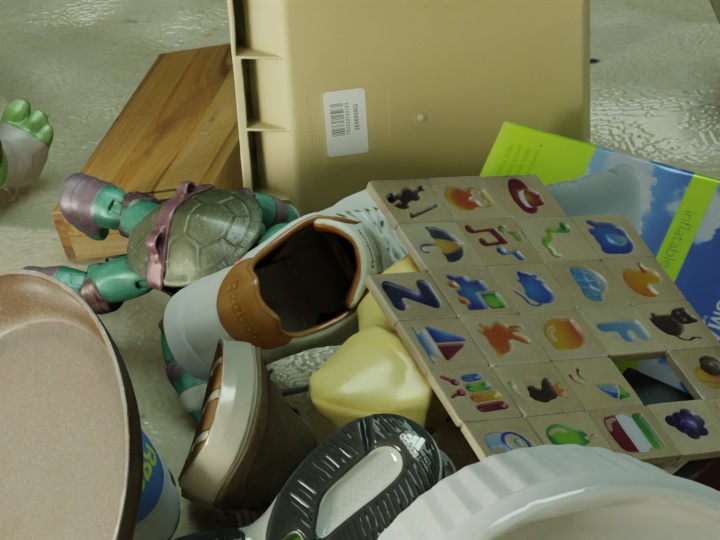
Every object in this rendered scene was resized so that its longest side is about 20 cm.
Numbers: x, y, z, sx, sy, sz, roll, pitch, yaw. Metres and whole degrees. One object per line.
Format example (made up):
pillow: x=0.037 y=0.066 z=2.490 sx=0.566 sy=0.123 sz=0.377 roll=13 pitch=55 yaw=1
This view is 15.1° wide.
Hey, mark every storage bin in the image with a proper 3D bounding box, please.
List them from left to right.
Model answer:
storage bin: x=0.029 y=-0.106 z=1.514 sx=0.198 sy=0.200 sz=0.094 roll=-5 pitch=34 yaw=-3

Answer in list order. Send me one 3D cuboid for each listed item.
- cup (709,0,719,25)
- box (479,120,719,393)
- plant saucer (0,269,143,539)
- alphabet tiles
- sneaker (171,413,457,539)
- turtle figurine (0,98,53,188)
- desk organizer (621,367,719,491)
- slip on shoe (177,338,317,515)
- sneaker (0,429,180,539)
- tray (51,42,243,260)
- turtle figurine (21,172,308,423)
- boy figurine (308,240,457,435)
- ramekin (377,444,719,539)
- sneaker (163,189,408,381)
cup: x=0.290 y=-0.164 z=1.620 sx=0.143 sy=0.200 sz=0.200 roll=-26 pitch=28 yaw=15
box: x=0.143 y=0.005 z=1.415 sx=0.200 sy=0.048 sz=0.122 roll=17 pitch=73 yaw=29
plant saucer: x=-0.161 y=0.100 z=1.239 sx=0.032 sy=0.200 sz=0.200 roll=17 pitch=12 yaw=-44
alphabet tiles: x=0.087 y=0.021 z=1.274 sx=0.167 sy=0.008 sz=0.200 roll=-4 pitch=42 yaw=-31
sneaker: x=-0.032 y=0.151 z=1.236 sx=0.200 sy=0.115 sz=0.076 roll=-35 pitch=63 yaw=5
turtle figurine: x=-0.267 y=-0.094 z=1.550 sx=0.144 sy=0.200 sz=0.194 roll=-25 pitch=-2 yaw=25
desk organizer: x=0.095 y=0.131 z=1.237 sx=0.072 sy=0.077 sz=0.200 roll=24 pitch=39 yaw=30
slip on shoe: x=-0.048 y=0.082 z=1.267 sx=0.061 sy=0.200 sz=0.076 roll=16 pitch=75 yaw=-1
sneaker: x=-0.160 y=0.091 z=1.342 sx=0.074 sy=0.082 sz=0.200 roll=-53 pitch=34 yaw=-11
tray: x=-0.101 y=-0.077 z=1.613 sx=0.099 sy=0.037 sz=0.200 roll=-7 pitch=28 yaw=21
turtle figurine: x=-0.082 y=-0.001 z=1.441 sx=0.200 sy=0.101 sz=0.150 roll=8 pitch=42 yaw=32
boy figurine: x=0.031 y=0.042 z=1.310 sx=0.064 sy=0.124 sz=0.200 roll=12 pitch=6 yaw=17
ramekin: x=0.081 y=0.161 z=1.088 sx=0.202 sy=0.202 sz=0.094 roll=-10 pitch=21 yaw=-11
sneaker: x=0.000 y=0.000 z=1.351 sx=0.200 sy=0.073 sz=0.085 roll=-28 pitch=0 yaw=-43
